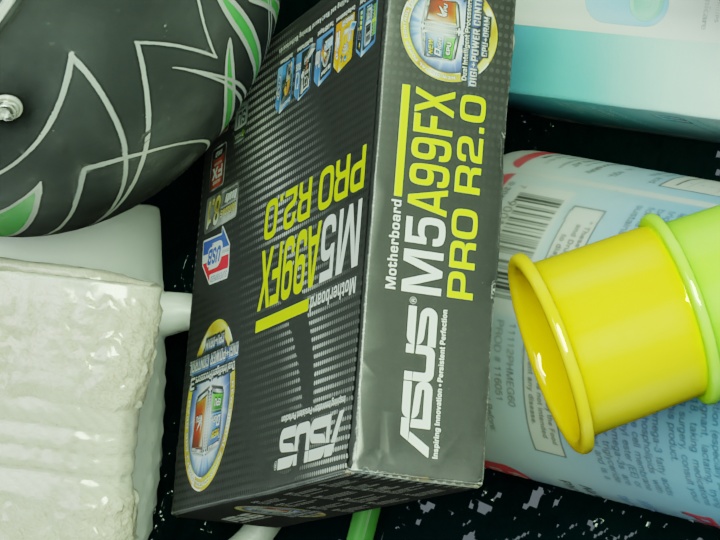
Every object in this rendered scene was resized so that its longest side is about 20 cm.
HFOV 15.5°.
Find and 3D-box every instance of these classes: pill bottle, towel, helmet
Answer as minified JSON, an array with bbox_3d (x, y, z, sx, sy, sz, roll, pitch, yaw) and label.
[{"bbox_3d":[0.123,0.028,0.842,0.200,0.109,0.109,12,92,35],"label":"pill bottle"},{"bbox_3d":[-0.170,0.056,0.917,0.199,0.034,0.133,7,98,8],"label":"towel"},{"bbox_3d":[-0.119,-0.103,0.880,0.190,0.200,0.201,23,99,8],"label":"helmet"}]

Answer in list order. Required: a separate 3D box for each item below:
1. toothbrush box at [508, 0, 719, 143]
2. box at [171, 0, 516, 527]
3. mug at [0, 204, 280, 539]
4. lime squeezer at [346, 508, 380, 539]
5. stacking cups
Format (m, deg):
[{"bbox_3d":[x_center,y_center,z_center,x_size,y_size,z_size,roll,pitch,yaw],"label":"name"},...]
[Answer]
[{"bbox_3d":[0.134,-0.115,0.864,0.200,0.085,0.147,12,91,34],"label":"toothbrush box"},{"bbox_3d":[-0.010,-0.002,0.867,0.200,0.044,0.161,157,120,-69],"label":"box"},{"bbox_3d":[-0.121,0.064,1.001,0.199,0.148,0.176,-1,90,4],"label":"mug"},{"bbox_3d":[0.000,0.000,0.974,0.070,0.038,0.201,-18,76,32],"label":"lime squeezer"},{"bbox_3d":[0.143,-0.012,0.754,0.199,0.061,0.061,-21,69,-6],"label":"stacking cups"}]
